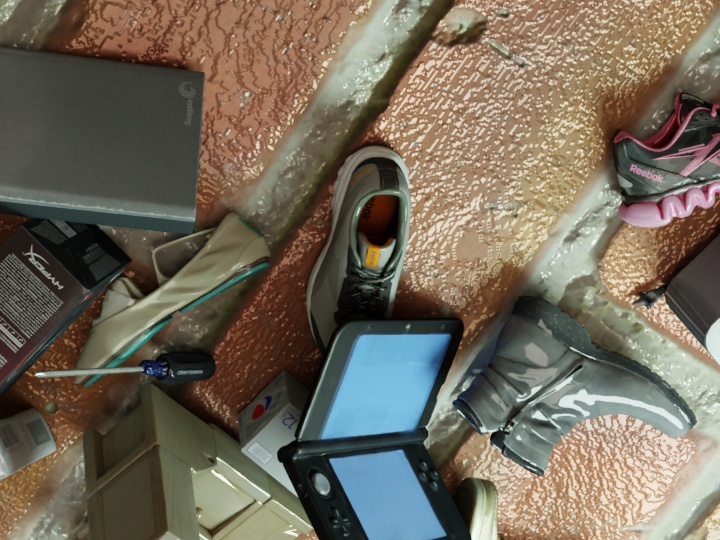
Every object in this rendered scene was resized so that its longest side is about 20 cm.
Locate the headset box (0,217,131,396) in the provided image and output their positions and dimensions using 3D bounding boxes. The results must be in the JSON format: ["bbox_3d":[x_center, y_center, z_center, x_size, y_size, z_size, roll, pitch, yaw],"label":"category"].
[{"bbox_3d":[-0.288,0.047,1.302,0.077,0.149,0.200,44,99,-3],"label":"headset box"}]

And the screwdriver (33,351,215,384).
[{"bbox_3d":[-0.187,0.078,1.337,0.029,0.028,0.200,-45,154,22],"label":"screwdriver"}]

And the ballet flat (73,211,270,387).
[{"bbox_3d":[-0.167,0.019,1.367,0.200,0.069,0.070,-34,112,4],"label":"ballet flat"}]

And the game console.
[{"bbox_3d":[0.037,0.143,1.355,0.116,0.200,0.176,-38,69,27],"label":"game console"}]

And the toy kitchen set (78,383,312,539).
[{"bbox_3d":[-0.157,0.244,1.367,0.163,0.181,0.200,-39,124,16],"label":"toy kitchen set"}]

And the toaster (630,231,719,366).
[{"bbox_3d":[0.376,0.034,1.413,0.181,0.119,0.200,41,101,-19],"label":"toaster"}]

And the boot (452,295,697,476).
[{"bbox_3d":[0.183,0.125,1.427,0.200,0.070,0.132,32,79,-7],"label":"boot"}]

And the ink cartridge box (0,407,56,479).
[{"bbox_3d":[-0.360,0.182,1.344,0.200,0.161,0.050,-26,90,3],"label":"ink cartridge box"}]

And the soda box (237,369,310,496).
[{"bbox_3d":[-0.015,0.180,1.442,0.063,0.068,0.200,-44,111,11],"label":"soda box"}]

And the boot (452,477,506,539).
[{"bbox_3d":[0.157,0.272,1.502,0.154,0.072,0.201,-2,117,-6],"label":"boot"}]

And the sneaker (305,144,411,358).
[{"bbox_3d":[0.000,0.000,1.369,0.074,0.079,0.201,4,112,-11],"label":"sneaker"}]

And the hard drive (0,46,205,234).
[{"bbox_3d":[-0.223,-0.102,1.273,0.199,0.140,0.033,6,149,-10],"label":"hard drive"}]

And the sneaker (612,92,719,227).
[{"bbox_3d":[0.301,-0.109,1.377,0.199,0.079,0.096,-20,101,-1],"label":"sneaker"}]
